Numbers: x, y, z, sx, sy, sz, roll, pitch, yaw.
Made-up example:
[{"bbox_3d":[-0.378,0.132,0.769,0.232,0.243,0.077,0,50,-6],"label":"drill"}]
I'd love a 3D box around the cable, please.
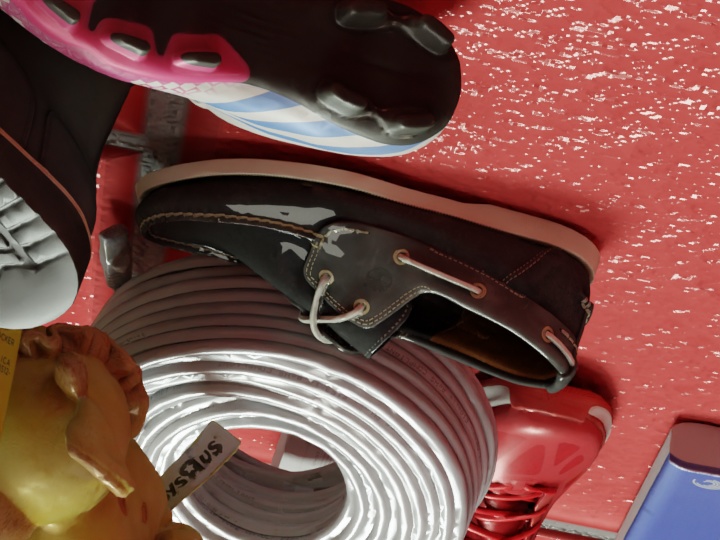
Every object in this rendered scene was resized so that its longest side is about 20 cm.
[{"bbox_3d":[-0.038,0.078,1.253,0.199,0.069,0.201,14,136,2],"label":"cable"}]

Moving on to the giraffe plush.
[{"bbox_3d":[-0.126,0.095,1.091,0.172,0.201,0.162,15,149,23],"label":"giraffe plush"}]

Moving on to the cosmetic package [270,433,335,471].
[{"bbox_3d":[-0.001,0.094,1.396,0.082,0.051,0.200,12,158,-4],"label":"cosmetic package"}]

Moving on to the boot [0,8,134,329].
[{"bbox_3d":[-0.153,-0.094,0.958,0.077,0.139,0.200,-16,124,22],"label":"boot"}]

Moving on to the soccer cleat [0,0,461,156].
[{"bbox_3d":[-0.061,-0.085,0.968,0.199,0.070,0.086,23,165,-21],"label":"soccer cleat"}]

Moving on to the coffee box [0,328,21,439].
[{"bbox_3d":[-0.254,-0.028,1.019,0.199,0.199,0.200,-7,154,34],"label":"coffee box"}]

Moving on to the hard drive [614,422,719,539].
[{"bbox_3d":[0.209,0.133,1.431,0.131,0.025,0.200,10,158,0],"label":"hard drive"}]

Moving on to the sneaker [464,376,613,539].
[{"bbox_3d":[0.074,0.132,1.368,0.078,0.116,0.200,11,158,-2],"label":"sneaker"}]

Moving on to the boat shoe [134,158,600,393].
[{"bbox_3d":[0.000,0.000,1.152,0.199,0.068,0.072,14,160,-5],"label":"boat shoe"}]
